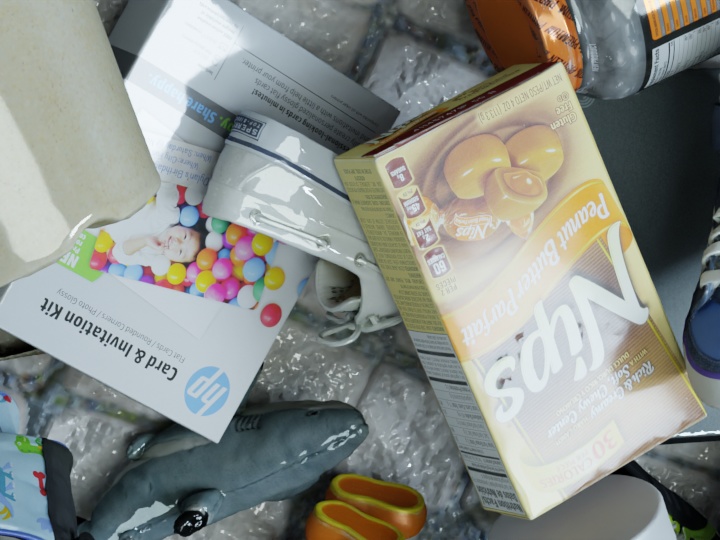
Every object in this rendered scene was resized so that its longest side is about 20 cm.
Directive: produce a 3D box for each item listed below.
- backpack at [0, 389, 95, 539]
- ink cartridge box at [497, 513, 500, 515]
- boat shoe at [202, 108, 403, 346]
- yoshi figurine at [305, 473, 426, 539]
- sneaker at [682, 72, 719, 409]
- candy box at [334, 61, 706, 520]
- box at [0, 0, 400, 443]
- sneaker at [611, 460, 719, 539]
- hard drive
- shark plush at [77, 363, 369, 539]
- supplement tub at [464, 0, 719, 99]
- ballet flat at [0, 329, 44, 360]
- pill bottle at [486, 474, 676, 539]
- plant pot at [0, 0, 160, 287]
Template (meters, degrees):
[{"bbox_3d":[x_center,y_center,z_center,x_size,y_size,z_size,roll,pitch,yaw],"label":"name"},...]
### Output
[{"bbox_3d":[-0.255,0.142,1.415,0.200,0.147,0.183,10,128,-26],"label":"backpack"},{"bbox_3d":[0.139,0.223,1.621,0.200,0.104,0.059,41,90,-26],"label":"ink cartridge box"},{"bbox_3d":[0.002,0.001,1.461,0.202,0.075,0.086,30,86,-33],"label":"boat shoe"},{"bbox_3d":[-0.004,0.223,1.571,0.112,0.112,0.200,4,112,-30],"label":"yoshi figurine"},{"bbox_3d":[0.199,-0.041,1.432,0.081,0.200,0.147,0,124,26],"label":"sneaker"},{"bbox_3d":[0.081,0.009,1.429,0.115,0.055,0.200,-28,102,-20],"label":"candy box"},{"bbox_3d":[-0.090,-0.033,1.462,0.156,0.041,0.200,31,88,-34],"label":"box"},{"bbox_3d":[0.146,0.145,1.610,0.200,0.083,0.072,40,92,-26],"label":"sneaker"},{"bbox_3d":[0.166,-0.009,1.538,0.139,0.033,0.200,-3,80,-19],"label":"hard drive"},{"bbox_3d":[-0.096,0.112,1.511,0.200,0.083,0.091,-18,113,-13],"label":"shark plush"},{"bbox_3d":[0.160,-0.166,1.483,0.200,0.123,0.123,-24,114,-15],"label":"supplement tub"},{"bbox_3d":[-0.196,0.023,1.466,0.200,0.046,0.067,-11,111,-17],"label":"ballet flat"},{"bbox_3d":[0.137,0.216,1.499,0.113,0.113,0.200,-22,112,-12],"label":"pill bottle"},{"bbox_3d":[-0.191,-0.087,1.324,0.200,0.200,0.184,-29,100,-9],"label":"plant pot"}]
